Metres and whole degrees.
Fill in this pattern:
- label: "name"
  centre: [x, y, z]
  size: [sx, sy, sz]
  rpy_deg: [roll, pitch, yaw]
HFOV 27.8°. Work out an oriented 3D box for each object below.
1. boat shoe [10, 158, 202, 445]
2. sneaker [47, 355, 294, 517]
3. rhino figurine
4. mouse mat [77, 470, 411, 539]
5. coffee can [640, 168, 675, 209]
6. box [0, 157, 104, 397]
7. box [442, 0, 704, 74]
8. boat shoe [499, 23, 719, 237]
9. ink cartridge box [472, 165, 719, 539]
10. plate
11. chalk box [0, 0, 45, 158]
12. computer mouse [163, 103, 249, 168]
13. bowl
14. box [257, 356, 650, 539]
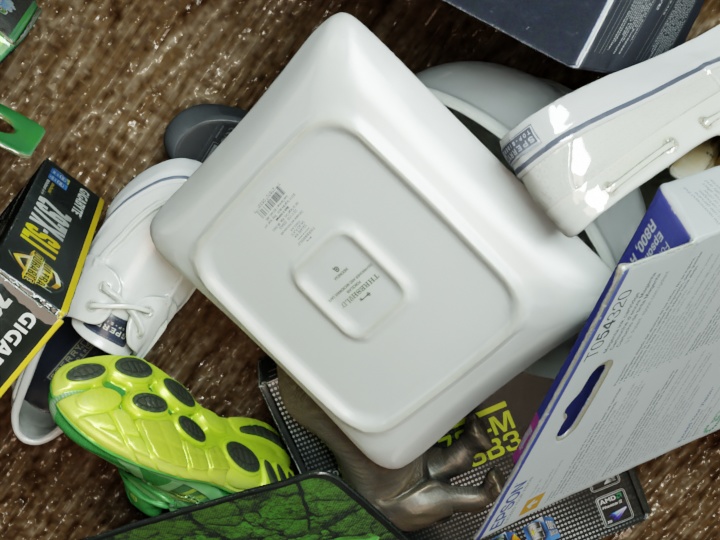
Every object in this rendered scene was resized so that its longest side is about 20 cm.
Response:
- label: "boat shoe"
  centre: [-0.142, 0.025, 0.854]
  size: [0.073, 0.065, 0.200]
  rpy_deg: [28, 115, -16]
- label: "sneaker"
  centre: [-0.117, 0.114, 0.866]
  size: [0.083, 0.074, 0.200]
  rpy_deg: [-33, 142, 18]
- label: "rhino figurine"
  centre: [0.001, 0.072, 0.856]
  size: [0.087, 0.060, 0.200]
  rpy_deg: [-32, 104, 16]
- label: "mouse mat"
  centre: [-0.061, 0.184, 0.900]
  size: [0.199, 0.008, 0.161]
  rpy_deg: [-19, 136, 26]
- label: "coffee can"
  centre: [0.242, -0.027, 0.843]
  size: [0.146, 0.146, 0.201]
  rpy_deg: [-27, 110, 5]
- label: "box"
  centre: [-0.213, 0.035, 0.794]
  size: [0.049, 0.200, 0.160]
  rpy_deg: [36, 102, -15]
- label: "box"
  centre: [0.068, -0.183, 0.712]
  size: [0.200, 0.182, 0.104]
  rpy_deg: [32, 107, 18]
- label: "boat shoe"
  centre: [0.162, -0.071, 0.700]
  size: [0.199, 0.071, 0.070]
  rpy_deg: [-25, 82, -29]
- label: "ink cartridge box"
  centre: [0.148, 0.030, 0.712]
  size: [0.199, 0.043, 0.197]
  rpy_deg: [-15, 143, -34]
- label: "plate"
  centre: [0.000, 0.000, 0.752]
  size: [0.200, 0.032, 0.200]
  rpy_deg: [45, 129, -4]
- label: "chalk box"
  centre: [-0.256, -0.125, 0.772]
  size: [0.124, 0.125, 0.200]
  rpy_deg: [-43, 107, 10]
- label: "computer mouse"
  centre: [-0.027, -0.045, 0.877]
  size: [0.200, 0.034, 0.059]
  rpy_deg: [29, 114, -21]
- label: "bowl"
  centre: [0.087, -0.042, 0.803]
  size: [0.090, 0.201, 0.201]
  rpy_deg: [-44, 111, -24]
- label: "box"
  centre: [0.061, 0.108, 0.928]
  size: [0.199, 0.048, 0.194]
  rpy_deg: [-22, 112, 3]
